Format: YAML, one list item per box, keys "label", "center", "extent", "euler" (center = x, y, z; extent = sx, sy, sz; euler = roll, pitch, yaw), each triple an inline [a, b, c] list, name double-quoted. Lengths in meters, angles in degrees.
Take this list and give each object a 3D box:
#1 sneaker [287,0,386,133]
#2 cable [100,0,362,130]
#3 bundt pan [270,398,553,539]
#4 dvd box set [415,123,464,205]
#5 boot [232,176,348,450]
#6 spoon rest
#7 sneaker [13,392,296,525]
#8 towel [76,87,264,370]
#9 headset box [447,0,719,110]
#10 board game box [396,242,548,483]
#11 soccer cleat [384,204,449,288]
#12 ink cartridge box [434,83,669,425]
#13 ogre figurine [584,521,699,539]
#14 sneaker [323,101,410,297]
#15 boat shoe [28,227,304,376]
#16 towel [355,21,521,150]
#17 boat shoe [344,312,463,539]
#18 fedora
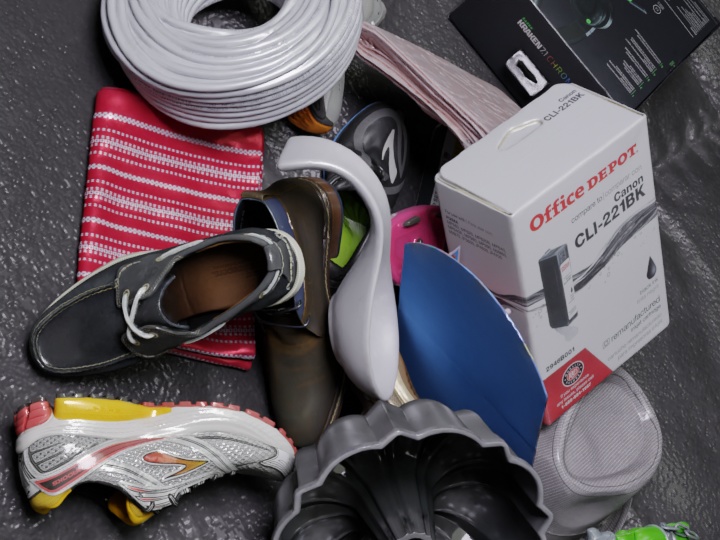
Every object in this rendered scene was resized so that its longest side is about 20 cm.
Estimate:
- label: "sneaker"
  center: [-0.016, -0.199, 1.379]
  extent: [0.091, 0.076, 0.202]
  euler: [15, 61, -31]
- label: "cable"
  center: [-0.098, -0.198, 1.278]
  extent: [0.200, 0.069, 0.200]
  euler: [-39, 62, -21]
- label: "bundt pan"
  center: [0.027, 0.171, 1.166]
  extent: [0.201, 0.203, 0.076]
  euler: [18, 23, -25]
- label: "dvd box set"
  center: [0.136, -0.024, 1.417]
  extent: [0.199, 0.029, 0.147]
  euler: [28, 56, -20]
- label: "boot"
  center: [-0.059, 0.033, 1.196]
  extent: [0.097, 0.074, 0.202]
  euler: [-2, 90, -64]
- label: "spoon rest"
  center: [0.000, 0.000, 1.164]
  extent: [0.100, 0.060, 0.201]
  euler: [-72, 149, -55]
- label: "sneaker"
  center: [-0.138, 0.134, 1.144]
  extent: [0.198, 0.078, 0.083]
  euler: [4, 72, -23]
- label: "towel"
  center: [-0.137, -0.034, 1.251]
  extent: [0.144, 0.022, 0.202]
  euler: [15, 61, -26]
- label: "headset box"
  center: [0.201, -0.223, 1.516]
  extent: [0.174, 0.093, 0.200]
  euler: [49, 51, -4]
- label: "board game box"
  center: [0.089, 0.066, 1.206]
  extent: [0.039, 0.201, 0.158]
  euler: [-28, 55, -25]
- label: "soccer cleat"
  center: [0.072, -0.017, 1.300]
  extent: [0.199, 0.086, 0.071]
  euler: [-5, 94, -40]
- label: "ink cartridge box"
  center: [0.144, -0.013, 1.239]
  extent: [0.144, 0.083, 0.201]
  euler: [-36, 131, -26]
- label: "ogre figurine"
  center: [0.199, 0.282, 1.275]
  extent: [0.119, 0.098, 0.201]
  euler: [25, 87, -35]
- label: "sneaker"
  center: [-0.001, -0.053, 1.309]
  extent: [0.071, 0.083, 0.200]
  euler: [36, 53, -14]
- label: "boat shoe"
  center: [-0.137, 0.020, 1.128]
  extent: [0.068, 0.199, 0.072]
  euler: [-30, 100, -79]
- label: "towel"
  center: [0.099, -0.118, 1.348]
  extent: [0.199, 0.032, 0.191]
  euler: [20, 22, -50]
- label: "boat shoe"
  center: [0.011, 0.115, 1.255]
  extent: [0.072, 0.072, 0.201]
  euler: [-24, 89, -14]
- label: "fedora"
  center: [0.164, 0.139, 1.307]
  extent: [0.199, 0.090, 0.178]
  euler: [-23, 86, -44]
